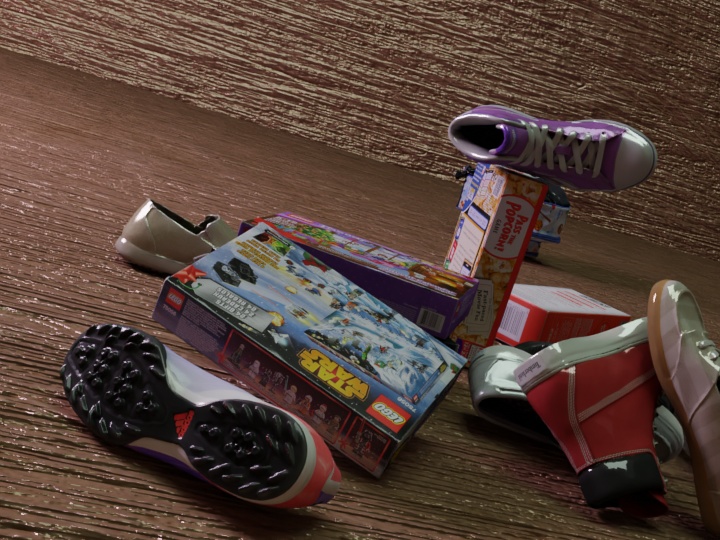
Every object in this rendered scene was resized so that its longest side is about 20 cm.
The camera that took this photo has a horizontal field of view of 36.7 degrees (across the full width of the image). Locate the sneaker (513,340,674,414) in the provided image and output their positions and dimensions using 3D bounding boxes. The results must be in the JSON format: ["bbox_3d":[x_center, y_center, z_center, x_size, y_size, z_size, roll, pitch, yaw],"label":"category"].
[{"bbox_3d":[0.206,0.112,1.037,0.199,0.076,0.091,23,0,-31],"label":"sneaker"}]

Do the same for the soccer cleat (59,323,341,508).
[{"bbox_3d":[-0.100,0.091,0.658,0.199,0.068,0.073,20,-13,31],"label":"soccer cleat"}]

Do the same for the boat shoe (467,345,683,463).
[{"bbox_3d":[0.183,0.128,0.918,0.199,0.072,0.069,27,37,-11],"label":"boat shoe"}]

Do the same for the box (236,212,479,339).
[{"bbox_3d":[0.000,0.000,0.968,0.199,0.039,0.137,20,10,10],"label":"box"}]

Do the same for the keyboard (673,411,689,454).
[{"bbox_3d":[0.314,0.158,0.994,0.011,0.057,0.200,-2,12,-1],"label":"keyboard"}]

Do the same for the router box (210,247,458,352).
[{"bbox_3d":[-0.034,0.048,0.950,0.199,0.062,0.150,14,12,-19],"label":"router box"}]

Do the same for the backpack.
[{"bbox_3d":[0.292,-0.109,2.047,0.199,0.155,0.190,4,8,-31],"label":"backpack"}]

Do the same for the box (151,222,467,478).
[{"bbox_3d":[-0.033,0.051,0.795,0.199,0.040,0.137,34,30,12],"label":"box"}]

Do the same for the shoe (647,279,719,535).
[{"bbox_3d":[0.273,0.101,0.841,0.053,0.201,0.070,-18,-6,36],"label":"shoe"}]

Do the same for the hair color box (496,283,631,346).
[{"bbox_3d":[0.236,0.062,1.332,0.101,0.062,0.199,27,15,40],"label":"hair color box"}]

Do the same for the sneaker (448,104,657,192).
[{"bbox_3d":[0.181,-0.115,1.050,0.199,0.073,0.114,11,11,20],"label":"sneaker"}]

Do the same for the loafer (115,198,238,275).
[{"bbox_3d":[-0.143,-0.019,1.089,0.199,0.069,0.076,16,11,-12],"label":"loafer"}]

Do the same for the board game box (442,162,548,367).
[{"bbox_3d":[0.128,-0.012,1.152,0.046,0.201,0.152,17,11,-8],"label":"board game box"}]

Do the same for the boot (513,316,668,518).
[{"bbox_3d":[0.222,0.117,0.864,0.199,0.072,0.145,-12,67,-42],"label":"boot"}]
